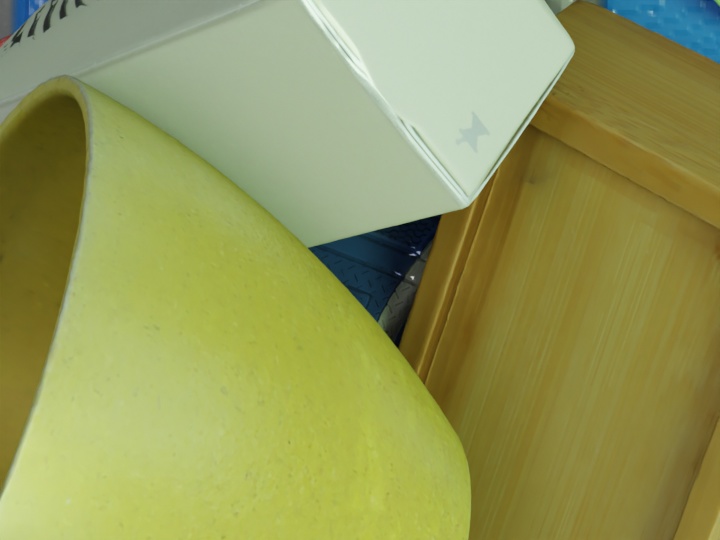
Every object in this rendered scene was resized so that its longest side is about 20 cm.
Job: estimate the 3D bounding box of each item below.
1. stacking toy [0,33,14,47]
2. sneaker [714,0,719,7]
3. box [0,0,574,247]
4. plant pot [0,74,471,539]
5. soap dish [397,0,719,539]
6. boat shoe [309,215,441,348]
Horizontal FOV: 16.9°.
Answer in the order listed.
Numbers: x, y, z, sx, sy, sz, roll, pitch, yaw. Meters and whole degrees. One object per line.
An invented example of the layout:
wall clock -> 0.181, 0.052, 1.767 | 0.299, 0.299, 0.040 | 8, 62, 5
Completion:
stacking toy -> -0.090, 0.015, 0.821 | 0.085, 0.085, 0.201 | -13, 86, 14
sneaker -> 0.116, -0.170, 0.759 | 0.076, 0.084, 0.201 | -18, 107, 12
box -> -0.038, -0.052, 0.710 | 0.199, 0.068, 0.082 | -12, 124, 50
plant pot -> -0.055, 0.067, 0.664 | 0.141, 0.200, 0.201 | 23, 100, -21
soap dish -> 0.080, 0.039, 0.720 | 0.157, 0.081, 0.201 | 33, 114, 37
boat shoe -> 0.000, 0.000, 0.794 | 0.072, 0.072, 0.201 | 26, 80, 16
